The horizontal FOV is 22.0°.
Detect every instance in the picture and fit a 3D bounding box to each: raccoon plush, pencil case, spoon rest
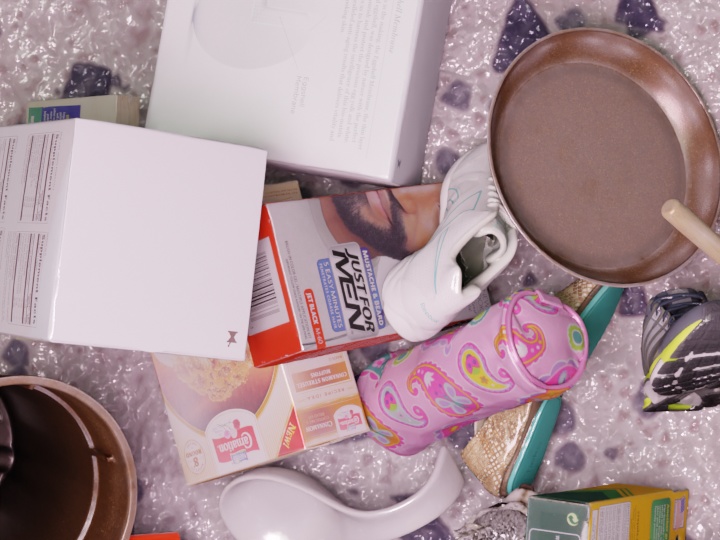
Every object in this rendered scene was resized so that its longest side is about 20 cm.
[{"bbox_3d":[0.118,0.259,1.382,0.096,0.134,0.201,-6,87,13],"label":"raccoon plush"},{"bbox_3d":[0.078,0.076,1.381,0.200,0.087,0.088,-28,80,50],"label":"pencil case"},{"bbox_3d":[-0.020,0.184,1.437,0.199,0.061,0.100,-15,122,24],"label":"spoon rest"}]

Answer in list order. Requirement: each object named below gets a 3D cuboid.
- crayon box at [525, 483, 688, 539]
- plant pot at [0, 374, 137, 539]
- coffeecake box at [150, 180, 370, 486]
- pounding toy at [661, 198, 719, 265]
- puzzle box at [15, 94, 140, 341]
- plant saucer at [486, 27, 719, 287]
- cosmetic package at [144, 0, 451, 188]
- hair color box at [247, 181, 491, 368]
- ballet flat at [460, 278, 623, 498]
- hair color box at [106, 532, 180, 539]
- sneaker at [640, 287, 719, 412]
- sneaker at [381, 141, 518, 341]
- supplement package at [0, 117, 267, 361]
[{"bbox_3d":[0.178,0.223,1.346,0.051,0.200,0.127,4,89,30],"label":"crayon box"},{"bbox_3d":[-0.302,0.158,1.436,0.199,0.198,0.202,-6,103,-29],"label":"plant pot"},{"bbox_3d":[-0.092,0.051,1.438,0.153,0.073,0.201,-22,82,45],"label":"coffeecake box"},{"bbox_3d":[0.314,0.007,1.299,0.142,0.200,0.185,-33,81,2],"label":"pounding toy"},{"bbox_3d":[-0.229,-0.040,1.498,0.133,0.025,0.201,3,90,48],"label":"puzzle box"},{"bbox_3d":[0.179,-0.082,1.386,0.199,0.032,0.202,6,73,-21],"label":"plant saucer"},{"bbox_3d":[-0.041,-0.177,1.440,0.199,0.123,0.201,11,91,14],"label":"cosmetic package"},{"bbox_3d":[0.000,0.000,1.387,0.064,0.199,0.112,-20,83,45],"label":"hair color box"},{"bbox_3d":[0.133,0.075,1.423,0.065,0.070,0.201,28,91,30],"label":"ballet flat"},{"bbox_3d":[-0.160,0.314,1.424,0.061,0.102,0.201,-1,57,-20],"label":"hair color box"},{"bbox_3d":[0.232,0.048,1.336,0.073,0.200,0.081,-7,74,-4],"label":"sneaker"},{"bbox_3d":[0.091,-0.029,1.382,0.070,0.201,0.080,45,139,-18],"label":"sneaker"},{"bbox_3d":[-0.184,-0.022,1.330,0.200,0.151,0.152,3,86,58],"label":"supplement package"}]
